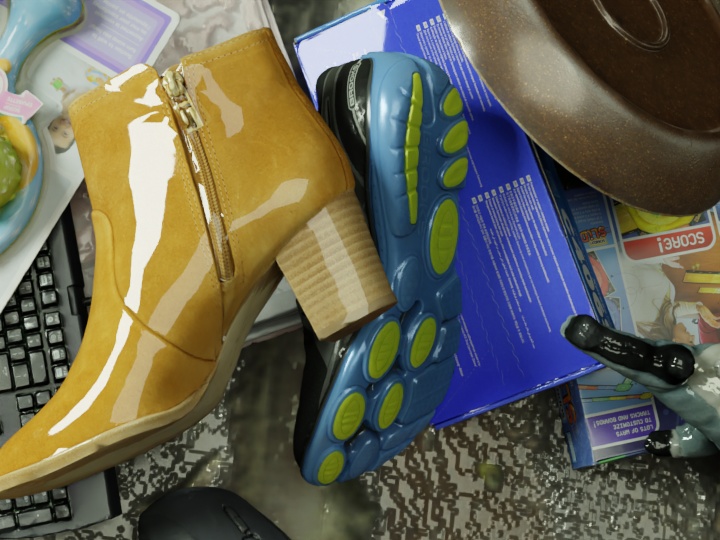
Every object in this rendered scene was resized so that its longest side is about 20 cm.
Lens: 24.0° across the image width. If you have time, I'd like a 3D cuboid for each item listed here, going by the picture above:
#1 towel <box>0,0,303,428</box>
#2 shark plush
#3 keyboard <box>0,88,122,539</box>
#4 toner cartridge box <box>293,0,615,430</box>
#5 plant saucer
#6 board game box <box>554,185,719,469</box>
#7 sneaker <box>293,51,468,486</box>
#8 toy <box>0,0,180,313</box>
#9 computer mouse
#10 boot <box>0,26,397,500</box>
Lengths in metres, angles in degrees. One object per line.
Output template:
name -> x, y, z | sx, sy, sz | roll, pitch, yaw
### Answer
towel -> -0.115, -0.042, 0.808 | 0.199, 0.032, 0.192 | -20, 84, -15
shark plush -> 0.169, 0.078, 0.778 | 0.199, 0.083, 0.091 | 18, 55, -38
keyboard -> -0.137, 0.015, 0.765 | 0.126, 0.021, 0.201 | -10, 82, -10
toner cartridge box -> 0.047, -0.034, 0.812 | 0.095, 0.043, 0.201 | -21, 83, 16
plant saucer -> 0.119, -0.118, 0.812 | 0.200, 0.034, 0.201 | 26, 44, -28
board game box -> 0.189, 0.014, 0.856 | 0.199, 0.034, 0.136 | -10, 81, -13
sneaker -> 0.000, 0.000, 0.778 | 0.071, 0.083, 0.201 | -1, 101, -42
toy -> -0.179, -0.061, 0.743 | 0.115, 0.047, 0.201 | 30, 80, 5
computer mouse -> -0.028, 0.138, 0.723 | 0.058, 0.200, 0.034 | -8, 114, -44
boot -> -0.096, -0.005, 0.725 | 0.201, 0.071, 0.144 | -29, 82, 0
